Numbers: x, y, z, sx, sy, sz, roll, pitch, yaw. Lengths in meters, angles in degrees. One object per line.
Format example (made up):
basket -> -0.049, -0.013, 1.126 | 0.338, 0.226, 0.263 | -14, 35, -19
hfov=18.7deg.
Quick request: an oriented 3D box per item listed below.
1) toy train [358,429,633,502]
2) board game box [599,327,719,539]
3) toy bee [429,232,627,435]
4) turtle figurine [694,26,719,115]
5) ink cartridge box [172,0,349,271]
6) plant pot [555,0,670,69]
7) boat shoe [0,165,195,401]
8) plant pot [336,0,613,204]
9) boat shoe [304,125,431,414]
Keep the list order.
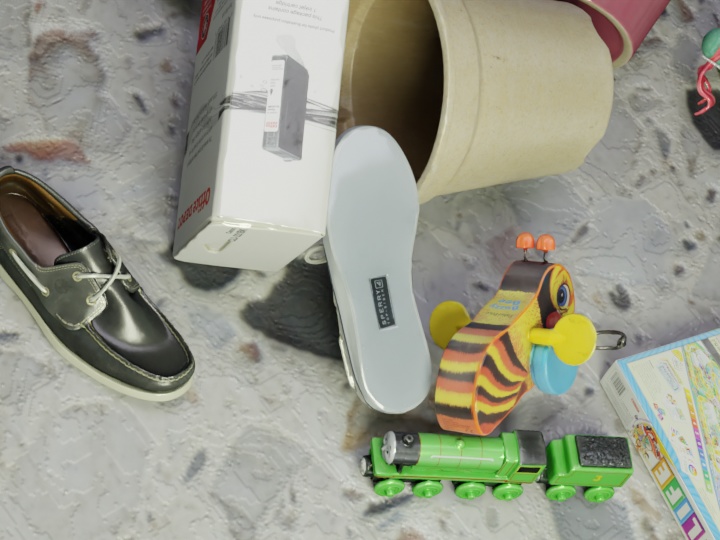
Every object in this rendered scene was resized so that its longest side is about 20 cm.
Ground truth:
toy train -> 0.098, 0.135, 1.535 | 0.200, 0.056, 0.042 | 4, 58, -18
board game box -> 0.281, 0.141, 1.609 | 0.134, 0.034, 0.200 | -15, 65, -27
toy bee -> 0.111, 0.033, 1.554 | 0.131, 0.109, 0.200 | -4, 18, 17
turtle figurine -> 0.351, -0.165, 1.790 | 0.200, 0.101, 0.150 | 24, 67, -22
ink cartridge box -> -0.071, -0.110, 1.542 | 0.084, 0.144, 0.200 | 10, 77, -14
plant pot -> 0.188, -0.267, 1.752 | 0.200, 0.200, 0.179 | 24, 70, -4
boat shoe -> -0.190, 0.010, 1.506 | 0.200, 0.068, 0.072 | 45, 54, 9
plant pot -> 0.081, -0.137, 1.635 | 0.183, 0.200, 0.201 | -1, 59, -34
boat shoe -> 0.005, 0.000, 1.549 | 0.074, 0.086, 0.202 | -11, 92, -19
